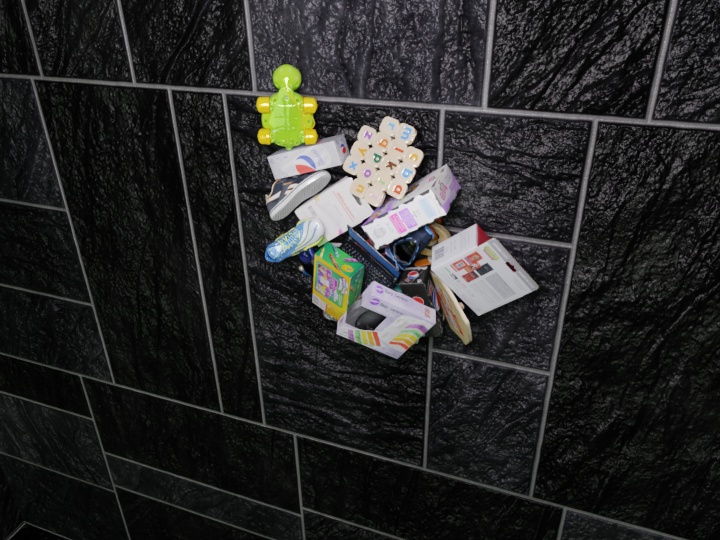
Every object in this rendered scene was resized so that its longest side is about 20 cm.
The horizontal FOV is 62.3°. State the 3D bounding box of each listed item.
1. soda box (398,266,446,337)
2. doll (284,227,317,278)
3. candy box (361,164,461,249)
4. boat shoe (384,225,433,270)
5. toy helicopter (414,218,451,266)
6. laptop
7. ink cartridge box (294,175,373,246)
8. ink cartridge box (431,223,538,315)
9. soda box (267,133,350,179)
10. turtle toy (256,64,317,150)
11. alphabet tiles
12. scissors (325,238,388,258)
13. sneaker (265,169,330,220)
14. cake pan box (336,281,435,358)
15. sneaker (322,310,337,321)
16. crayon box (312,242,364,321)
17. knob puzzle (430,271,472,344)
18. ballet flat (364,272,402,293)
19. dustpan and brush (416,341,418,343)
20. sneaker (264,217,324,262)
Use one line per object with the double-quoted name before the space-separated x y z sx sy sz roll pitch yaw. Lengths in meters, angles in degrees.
"soda box" 0.164 0.084 1.545 0.070 0.063 0.200 -2 132 25
"doll" -0.131 -0.028 1.645 0.136 0.048 0.200 -10 116 47
"candy box" 0.122 -0.150 1.399 0.200 0.168 0.072 -26 106 33
"boat shoe" 0.100 -0.051 1.444 0.084 0.069 0.200 44 147 8
"toy helicopter" 0.149 -0.056 1.512 0.200 0.079 0.132 -24 115 43
"laptop" 0.000 0.000 1.495 0.177 0.103 0.200 43 121 6
"ink cartridge box" -0.057 -0.160 1.533 0.200 0.067 0.117 -26 103 33
"ink cartridge box" 0.297 -0.006 1.417 0.175 0.084 0.200 -28 124 32
"soda box" -0.130 -0.285 1.496 0.199 0.068 0.064 -7 114 26
"turtle toy" -0.175 -0.391 1.436 0.145 0.101 0.201 1 117 -3
"alphabet tiles" 0.052 -0.255 1.395 0.195 0.015 0.201 32 99 33
"scissors" -0.018 -0.058 1.560 0.199 0.073 0.014 -7 154 15
"sneaker" -0.171 -0.216 1.542 0.200 0.078 0.080 -33 73 20
"cake pan box" 0.061 0.128 1.510 0.199 0.052 0.184 26 129 -19
"sneaker" -0.022 0.106 1.655 0.199 0.075 0.081 -10 103 30
"crayon box" -0.060 0.037 1.536 0.119 0.058 0.200 33 143 20
"knob puzzle" 0.240 0.097 1.490 0.030 0.220 0.220 -25 108 -4
"ballet flat" 0.026 0.022 1.595 0.200 0.069 0.071 39 112 -4
"dustpan and brush" 0.090 0.142 1.583 0.139 0.057 0.201 1 127 0
"sneaker" -0.177 -0.066 1.540 0.200 0.105 0.076 -29 101 46
